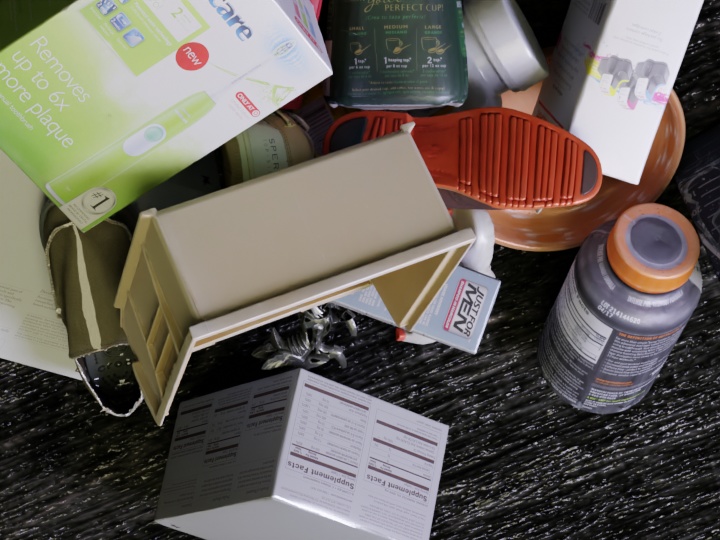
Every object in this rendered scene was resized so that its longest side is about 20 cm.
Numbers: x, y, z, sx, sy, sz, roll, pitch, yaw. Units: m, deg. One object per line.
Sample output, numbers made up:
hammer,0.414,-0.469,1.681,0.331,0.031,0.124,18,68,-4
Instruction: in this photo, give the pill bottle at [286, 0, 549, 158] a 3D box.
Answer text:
pill bottle,0.036,-0.134,1.618,0.199,0.113,0.113,-29,130,13

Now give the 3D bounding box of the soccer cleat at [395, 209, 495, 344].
soccer cleat,0.081,-0.001,1.757,0.077,0.070,0.200,-7,155,-19

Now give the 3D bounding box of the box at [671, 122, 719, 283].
box,0.374,-0.047,1.715,0.199,0.197,0.124,-31,130,14

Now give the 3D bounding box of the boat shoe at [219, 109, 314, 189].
boat shoe,-0.065,-0.079,1.509,0.066,0.200,0.075,-6,101,-3

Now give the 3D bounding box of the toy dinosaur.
toy dinosaur,-0.037,0.004,1.715,0.102,0.199,0.136,-35,147,-46

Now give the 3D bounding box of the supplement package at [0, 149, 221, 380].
supplement package,-0.235,-0.052,1.603,0.190,0.148,0.200,17,125,-26

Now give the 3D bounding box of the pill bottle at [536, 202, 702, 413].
pill bottle,0.216,0.027,1.768,0.105,0.107,0.200,-1,149,-12

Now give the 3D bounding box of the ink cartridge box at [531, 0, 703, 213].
ink cartridge box,0.182,-0.140,1.597,0.067,0.115,0.201,16,105,-11

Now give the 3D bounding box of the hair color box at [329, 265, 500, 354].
hair color box,0.000,0.000,1.628,0.199,0.099,0.061,21,90,-2

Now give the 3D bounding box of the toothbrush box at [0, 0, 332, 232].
toothbrush box,-0.142,-0.141,1.361,0.199,0.086,0.146,-31,128,12

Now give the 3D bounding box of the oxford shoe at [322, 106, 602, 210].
oxford shoe,0.073,-0.076,1.548,0.198,0.072,0.073,8,167,2

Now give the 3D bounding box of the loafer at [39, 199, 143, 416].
loafer,-0.179,0.026,1.537,0.075,0.070,0.201,-14,133,-3

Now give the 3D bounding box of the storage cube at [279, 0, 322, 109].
storage cube,-0.118,-0.235,1.457,0.198,0.171,0.181,3,128,-14

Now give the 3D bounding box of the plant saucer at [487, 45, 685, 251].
plant saucer,0.159,-0.102,1.725,0.199,0.038,0.201,-6,132,-7

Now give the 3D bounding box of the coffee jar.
coffee jar,0.024,-0.214,1.509,0.103,0.085,0.202,0,97,4

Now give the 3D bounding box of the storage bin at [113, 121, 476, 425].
storage bin,-0.053,0.007,1.448,0.199,0.094,0.199,-20,164,-19

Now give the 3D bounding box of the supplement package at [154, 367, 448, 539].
supplement package,-0.050,0.171,1.802,0.155,0.112,0.200,23,158,-28
